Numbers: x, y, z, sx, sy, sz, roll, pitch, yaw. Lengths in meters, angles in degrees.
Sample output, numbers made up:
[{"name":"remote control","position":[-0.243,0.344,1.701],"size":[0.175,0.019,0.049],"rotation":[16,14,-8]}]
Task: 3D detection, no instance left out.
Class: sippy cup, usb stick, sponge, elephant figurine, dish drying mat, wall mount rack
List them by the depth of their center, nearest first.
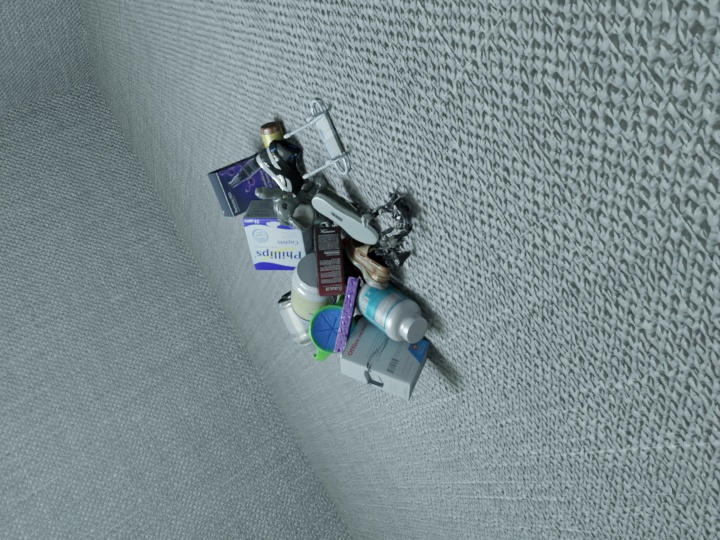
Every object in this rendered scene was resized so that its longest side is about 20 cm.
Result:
[{"name":"wall mount rack","position":[-0.113,-0.320,1.568],"size":[0.173,0.074,0.202],"rotation":[-9,107,65]},{"name":"sponge","position":[-0.033,0.118,1.659],"size":[0.112,0.029,0.203],"rotation":[15,-93,-86]},{"name":"elephant figurine","position":[-0.180,-0.172,1.703],"size":[0.156,0.199,0.142],"rotation":[57,155,8]},{"name":"dish drying mat","position":[0.000,0.000,1.724],"size":[0.202,0.018,0.077],"rotation":[63,-178,-2]},{"name":"sippy cup","position":[-0.086,0.162,1.776],"size":[0.141,0.177,0.130],"rotation":[58,173,-5]},{"name":"usb stick","position":[-0.070,-0.046,1.788],"size":[0.201,0.055,0.033],"rotation":[58,-162,18]}]

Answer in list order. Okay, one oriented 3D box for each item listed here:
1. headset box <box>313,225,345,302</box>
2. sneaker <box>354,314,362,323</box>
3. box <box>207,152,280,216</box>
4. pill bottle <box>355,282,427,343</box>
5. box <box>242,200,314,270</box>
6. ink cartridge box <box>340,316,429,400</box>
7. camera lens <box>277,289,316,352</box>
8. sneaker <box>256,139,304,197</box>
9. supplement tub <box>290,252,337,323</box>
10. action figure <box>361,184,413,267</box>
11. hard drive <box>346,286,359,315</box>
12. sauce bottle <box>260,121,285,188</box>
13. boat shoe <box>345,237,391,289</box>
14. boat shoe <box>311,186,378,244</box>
[{"name":"headset box","position":[-0.086,-0.013,1.680],"size":[0.149,0.076,0.203],"rotation":[161,104,-85]},{"name":"sneaker","position":[0.018,0.210,1.839],"size":[0.086,0.075,0.201],"rotation":[25,148,58]},{"name":"box","position":[-0.358,-0.273,1.946],"size":[0.104,0.199,0.150],"rotation":[11,126,59]},{"name":"pill bottle","position":[0.083,0.108,1.588],"size":[0.199,0.110,0.112],"rotation":[36,145,44]},{"name":"box","position":[-0.245,-0.107,1.901],"size":[0.181,0.106,0.202],"rotation":[1,130,11]},{"name":"ink cartridge box","position":[0.064,0.229,1.620],"size":[0.198,0.146,0.084],"rotation":[19,142,15]},{"name":"camera lens","position":[-0.180,0.156,2.097],"size":[0.160,0.159,0.202],"rotation":[-9,108,64]},{"name":"sneaker","position":[-0.192,-0.288,1.765],"size":[0.112,0.073,0.200],"rotation":[-38,113,25]},{"name":"supplement tub","position":[-0.137,0.055,1.864],"size":[0.145,0.144,0.201],"rotation":[50,153,23]},{"name":"action figure","position":[0.067,-0.097,1.420],"size":[0.202,0.101,0.119],"rotation":[86,157,-45]},{"name":"hard drive","position":[-0.024,0.083,1.875],"size":[0.201,0.025,0.132],"rotation":[57,155,12]},{"name":"sauce bottle","position":[-0.242,-0.334,1.818],"size":[0.066,0.065,0.202],"rotation":[30,139,49]},{"name":"boat shoe","position":[0.027,-0.033,1.616],"size":[0.200,0.075,0.072],"rotation":[51,125,42]},{"name":"boat shoe","position":[-0.029,-0.146,1.587],"size":[0.199,0.064,0.071],"rotation":[36,148,0]}]
